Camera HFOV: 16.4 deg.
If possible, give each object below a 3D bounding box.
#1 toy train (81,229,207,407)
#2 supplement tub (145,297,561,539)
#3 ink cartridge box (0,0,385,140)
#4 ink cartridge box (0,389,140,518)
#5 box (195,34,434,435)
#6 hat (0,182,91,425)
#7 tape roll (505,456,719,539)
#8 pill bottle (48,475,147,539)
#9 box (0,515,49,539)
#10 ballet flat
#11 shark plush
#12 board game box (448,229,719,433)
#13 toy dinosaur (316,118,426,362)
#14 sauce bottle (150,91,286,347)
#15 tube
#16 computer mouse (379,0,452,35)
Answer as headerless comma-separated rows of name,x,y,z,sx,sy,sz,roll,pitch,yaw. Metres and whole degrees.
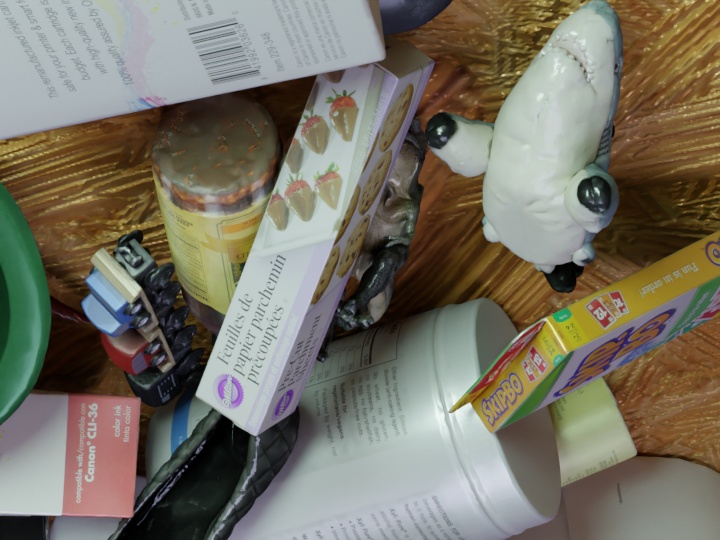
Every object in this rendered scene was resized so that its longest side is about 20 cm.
toy train,-0.108,0.029,1.245,0.046,0.034,0.200,-41,164,-11
supplement tub,-0.004,0.103,1.370,0.200,0.132,0.132,-17,148,17
ink cartridge box,-0.102,-0.133,0.994,0.200,0.086,0.148,-10,150,7
ink cartridge box,-0.225,0.091,1.316,0.200,0.068,0.116,4,177,-17
box,-0.022,-0.017,1.161,0.041,0.039,0.200,-27,144,-57
hat,-0.218,-0.008,1.246,0.165,0.176,0.200,-16,109,9
tape roll,0.153,0.194,1.619,0.202,0.071,0.203,-5,150,-3
pill bottle,-0.130,0.192,1.486,0.112,0.112,0.200,-7,157,0
box,-0.290,0.154,1.434,0.200,0.086,0.164,3,148,-17
ballet flat,-0.102,0.136,1.302,0.200,0.066,0.057,-57,153,8
shark plush,0.106,-0.042,1.191,0.091,0.083,0.200,18,157,28
board game box,0.139,0.024,1.281,0.200,0.030,0.096,-22,162,-31
toy dinosaur,0.000,0.000,1.243,0.047,0.088,0.200,26,149,8
sauce bottle,-0.061,-0.011,1.233,0.066,0.066,0.200,-8,151,0
tube,0.061,0.124,1.456,0.200,0.052,0.058,-25,141,4
computer mouse,-0.051,-0.114,1.089,0.200,0.034,0.059,-10,150,4
